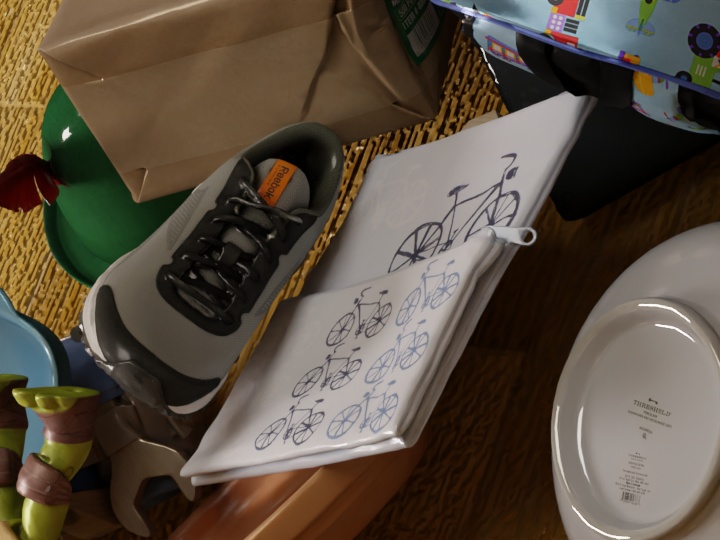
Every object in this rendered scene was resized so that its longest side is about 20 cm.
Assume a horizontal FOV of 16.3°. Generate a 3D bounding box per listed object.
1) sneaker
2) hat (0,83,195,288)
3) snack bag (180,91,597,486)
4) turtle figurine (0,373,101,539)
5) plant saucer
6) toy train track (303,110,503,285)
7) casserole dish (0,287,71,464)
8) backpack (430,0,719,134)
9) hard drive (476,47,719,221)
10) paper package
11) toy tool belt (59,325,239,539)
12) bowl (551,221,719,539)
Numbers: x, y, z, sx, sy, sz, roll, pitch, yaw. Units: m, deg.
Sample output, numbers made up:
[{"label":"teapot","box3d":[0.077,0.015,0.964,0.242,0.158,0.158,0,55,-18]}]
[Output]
[{"label":"sneaker","box3d":[-0.065,-0.008,1.144,0.079,0.074,0.200,-50,4,37]},{"label":"hat","box3d":[-0.160,-0.093,1.348,0.166,0.176,0.200,-54,42,2]},{"label":"snack bag","box3d":[0.013,0.005,1.101,0.188,0.021,0.201,-17,37,58]},{"label":"turtle figurine","box3d":[-0.148,0.132,1.125,0.200,0.064,0.163,10,96,57]},{"label":"plant saucer","box3d":[-0.038,0.114,1.145,0.200,0.037,0.200,-42,5,4]},{"label":"toy train track","box3d":[0.000,0.000,1.206,0.200,0.032,0.115,-51,13,13]},{"label":"casserole dish","box3d":[-0.199,0.093,1.207,0.121,0.039,0.201,20,104,20]},{"label":"backpack","box3d":[0.128,-0.131,1.024,0.182,0.200,0.135,22,105,22]},{"label":"hard drive","box3d":[0.146,-0.129,1.147,0.199,0.033,0.140,-30,82,26]},{"label":"paper package","box3d":[-0.044,-0.151,1.277,0.190,0.104,0.201,-15,35,24]},{"label":"toy tool belt","box3d":[-0.117,0.089,1.256,0.199,0.125,0.124,-22,85,40]},{"label":"bowl","box3d":[0.140,0.064,0.998,0.201,0.090,0.203,-18,67,48]}]
